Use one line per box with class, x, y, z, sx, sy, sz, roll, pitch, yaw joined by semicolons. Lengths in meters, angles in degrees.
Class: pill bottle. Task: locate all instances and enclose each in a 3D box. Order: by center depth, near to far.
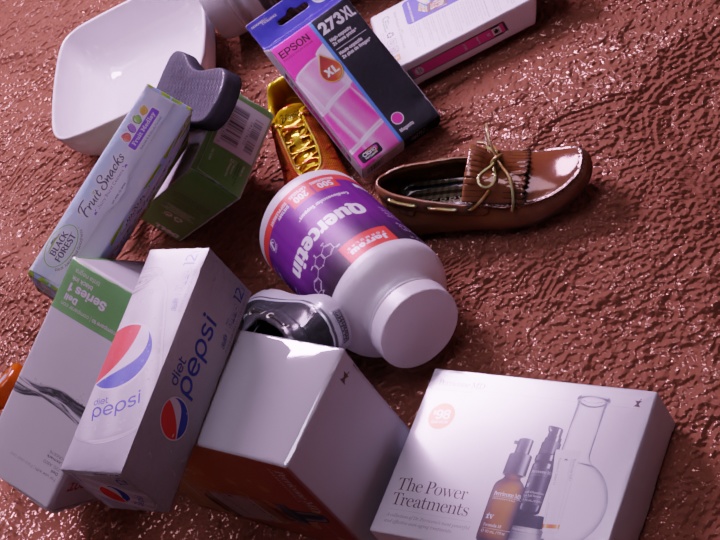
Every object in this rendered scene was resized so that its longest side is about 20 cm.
pill bottle;0.000;0.000;1.310;0.112;0.113;0.200;-42;43;-4
pill bottle;-0.078;-0.338;1.638;0.199;0.113;0.113;-24;45;15

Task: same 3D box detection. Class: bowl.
bowl;-0.243;-0.220;1.678;0.199;0.075;0.200;-23;46;17

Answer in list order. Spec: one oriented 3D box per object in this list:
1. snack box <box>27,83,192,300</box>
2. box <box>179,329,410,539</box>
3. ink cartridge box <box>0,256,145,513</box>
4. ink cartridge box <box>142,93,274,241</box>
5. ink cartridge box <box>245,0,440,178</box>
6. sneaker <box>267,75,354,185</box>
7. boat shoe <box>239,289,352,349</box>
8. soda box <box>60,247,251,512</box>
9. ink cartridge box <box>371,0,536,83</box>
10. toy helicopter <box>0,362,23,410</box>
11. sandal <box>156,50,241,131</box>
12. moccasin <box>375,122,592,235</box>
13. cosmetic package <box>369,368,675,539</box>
snack box;-0.227;-0.062;1.369;0.201;0.053;0.142;-60;2;-10
box;-0.078;0.133;1.223;0.199;0.152;0.107;8;59;38
ink cartridge box;-0.229;0.097;1.303;0.084;0.146;0.201;28;96;16
ink cartridge box;-0.170;-0.097;1.515;0.200;0.059;0.104;-29;35;55
ink cartridge box;-0.019;-0.195;1.457;0.095;0.037;0.200;-36;77;-7
sneaker;-0.059;-0.116;1.471;0.073;0.077;0.200;-30;46;7
boat shoe;-0.076;0.055;1.295;0.056;0.069;0.200;-27;7;-26
soda box;-0.156;0.082;1.157;0.063;0.068;0.201;-1;57;33
ink cartridge box;0.110;-0.261;1.497;0.199;0.037;0.095;-27;44;15
toy helicopter;-0.267;0.067;1.446;0.132;0.079;0.200;-38;18;41
sandal;-0.157;-0.164;1.445;0.076;0.043;0.200;-65;28;4
moccasin;0.108;-0.081;1.330;0.201;0.078;0.074;-3;54;32
cosmetic package;0.123;0.158;1.146;0.199;0.052;0.151;3;55;35
